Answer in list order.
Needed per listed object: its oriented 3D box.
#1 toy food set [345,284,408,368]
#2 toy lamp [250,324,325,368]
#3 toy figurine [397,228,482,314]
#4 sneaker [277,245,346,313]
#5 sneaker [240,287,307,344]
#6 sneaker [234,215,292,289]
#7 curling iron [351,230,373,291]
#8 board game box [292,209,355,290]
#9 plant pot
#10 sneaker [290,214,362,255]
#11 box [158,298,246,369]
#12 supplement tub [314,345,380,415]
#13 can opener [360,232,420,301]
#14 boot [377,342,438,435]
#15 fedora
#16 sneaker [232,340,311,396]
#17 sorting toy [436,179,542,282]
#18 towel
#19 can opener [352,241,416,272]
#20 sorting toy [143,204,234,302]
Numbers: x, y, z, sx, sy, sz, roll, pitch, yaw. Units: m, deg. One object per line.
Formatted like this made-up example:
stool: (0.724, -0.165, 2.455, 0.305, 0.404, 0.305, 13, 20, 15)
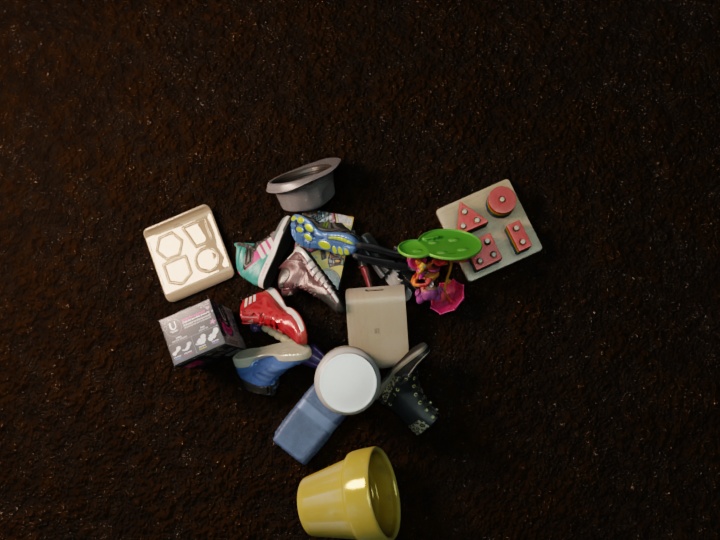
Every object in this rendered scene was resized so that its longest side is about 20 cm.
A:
toy food set: (0.042, 0.140, 1.577, 0.142, 0.060, 0.202, -4, 96, 3)
toy lamp: (-0.174, 0.175, 1.595, 0.199, 0.058, 0.058, 28, 83, 10)
toy figurine: (0.181, 0.020, 1.541, 0.199, 0.150, 0.185, -9, 120, -16)
sneaker: (-0.127, 0.047, 1.578, 0.115, 0.076, 0.200, -38, 69, 2)
sneaker: (-0.214, 0.124, 1.543, 0.115, 0.079, 0.200, -20, 38, -28)
sneaker: (-0.249, -0.059, 1.633, 0.120, 0.084, 0.201, 17, 67, 14)
curling iron: (0.000, 0.000, 1.614, 0.049, 0.026, 0.202, -11, 90, 6)
board game box: (-0.099, -0.048, 1.641, 0.135, 0.035, 0.201, 12, 81, 6)
plant pot: (-0.030, 0.512, 1.464, 0.188, 0.201, 0.202, -17, 78, 17)
sneaker: (-0.085, -0.086, 1.597, 0.199, 0.083, 0.071, 19, 108, 22)
box: (-0.365, 0.151, 1.538, 0.131, 0.200, 0.115, -24, 80, -1)
supplement tub: (-0.029, 0.241, 1.450, 0.143, 0.200, 0.146, 0, 84, -2)
can opener: (0.068, -0.008, 1.621, 0.066, 0.053, 0.200, -33, 79, -38)
boot: (0.134, 0.275, 1.516, 0.154, 0.073, 0.204, 44, 122, 7)
fedora: (-0.131, -0.204, 1.627, 0.199, 0.177, 0.091, -27, 113, -26)
sneaker: (-0.197, 0.237, 1.553, 0.199, 0.077, 0.112, -10, 109, 15)
sorting toy: (0.316, -0.105, 1.605, 0.199, 0.070, 0.200, -24, 79, 0)
towel: (-0.109, 0.353, 1.561, 0.111, 0.049, 0.200, 39, 83, 6)
can opener: (0.070, -0.030, 1.568, 0.199, 0.079, 0.064, 4, 98, -29)
sorting toy: (-0.435, -0.043, 1.667, 0.184, 0.036, 0.201, -23, 83, 0)
